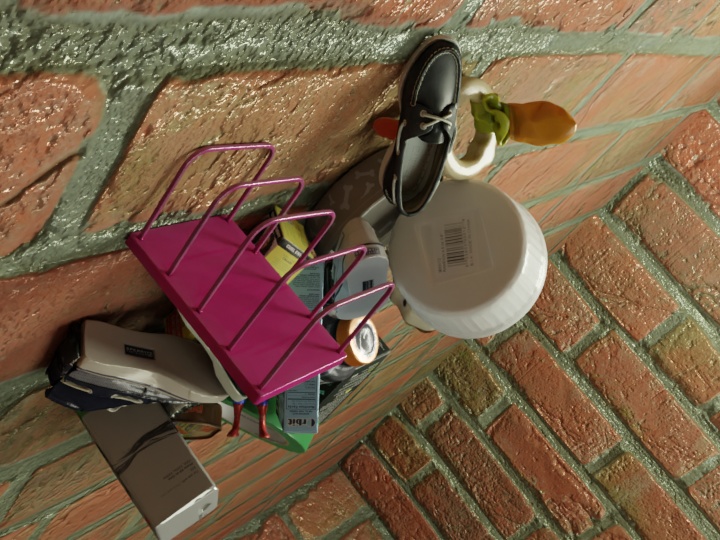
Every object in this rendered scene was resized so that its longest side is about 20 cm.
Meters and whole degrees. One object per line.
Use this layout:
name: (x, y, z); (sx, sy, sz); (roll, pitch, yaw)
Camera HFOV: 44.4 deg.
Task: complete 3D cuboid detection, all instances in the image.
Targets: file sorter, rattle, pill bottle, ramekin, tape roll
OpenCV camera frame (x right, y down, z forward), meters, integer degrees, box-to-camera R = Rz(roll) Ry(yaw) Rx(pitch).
file sorter: (-0.086, -0.008, 0.820); (0.126, 0.200, 0.139); (-51, 162, 30)
rattle: (0.131, -0.154, 1.026); (0.200, 0.143, 0.131); (-7, 126, -50)
pill bottle: (-0.073, 0.109, 1.244); (0.199, 0.107, 0.106); (-13, -177, 34)
ramekin: (0.132, -0.020, 1.125); (0.200, 0.201, 0.098); (-41, 158, 7)
tape roll: (-0.157, 0.194, 1.258); (0.201, 0.200, 0.048); (102, 14, -68)

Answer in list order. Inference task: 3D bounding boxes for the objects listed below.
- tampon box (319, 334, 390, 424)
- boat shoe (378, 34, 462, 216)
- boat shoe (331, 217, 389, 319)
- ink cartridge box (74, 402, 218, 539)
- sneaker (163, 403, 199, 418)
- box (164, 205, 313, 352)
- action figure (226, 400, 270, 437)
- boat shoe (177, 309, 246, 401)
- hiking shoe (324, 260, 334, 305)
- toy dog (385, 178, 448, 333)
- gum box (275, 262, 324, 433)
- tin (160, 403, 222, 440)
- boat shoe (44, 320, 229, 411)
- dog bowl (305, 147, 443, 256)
tampon box: (-0.083, 0.149, 1.411); (0.200, 0.150, 0.126); (-47, 163, 30)
boat shoe: (0.073, -0.151, 0.952); (0.075, 0.060, 0.201); (-3, 129, -18)
boat shoe: (0.000, 0.000, 1.095); (0.073, 0.066, 0.200); (-10, 156, -13)
ink cartridge box: (-0.258, 0.212, 1.047); (0.084, 0.200, 0.146); (-33, 164, -21)
sneaker: (-0.219, 0.115, 1.102); (0.078, 0.090, 0.200); (-27, -174, -8)
box: (-0.142, 0.022, 1.007); (0.200, 0.075, 0.050); (-44, 124, 17)
action figure: (-0.137, 0.111, 1.120); (0.065, 0.201, 0.099); (2, 171, -5)
boat shoe: (-0.145, 0.057, 0.938); (0.062, 0.201, 0.075); (-21, -152, 7)
hiking shoe: (-0.037, 0.005, 1.296); (0.086, 0.075, 0.200); (-17, -177, 31)
toy dog: (0.120, -0.002, 1.334); (0.200, 0.193, 0.140); (-58, -178, -22)
gum box: (-0.077, 0.089, 1.091); (0.044, 0.201, 0.170); (3, 178, -9)
tin: (-0.255, 0.210, 1.237); (0.111, 0.042, 0.200); (11, 160, -16)
boat shoe: (-0.243, 0.117, 0.957); (0.199, 0.075, 0.093); (24, 128, -35)
dog bowl: (0.014, -0.081, 1.140); (0.200, 0.059, 0.200); (-37, 166, -11)
